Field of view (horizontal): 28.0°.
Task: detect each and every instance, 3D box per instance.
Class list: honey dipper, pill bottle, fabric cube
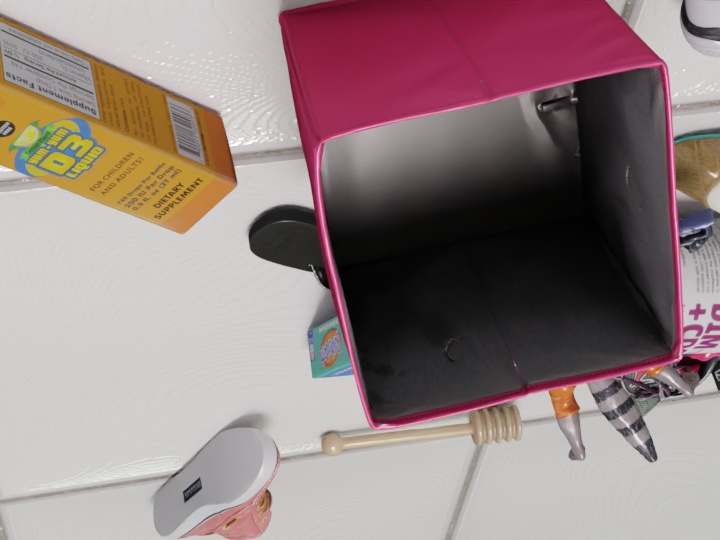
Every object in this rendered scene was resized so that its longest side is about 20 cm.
[{"bbox_3d":[0.060,0.164,1.432,0.199,0.038,0.038,-7,148,-7],"label":"honey dipper"},{"bbox_3d":[0.276,0.013,1.206,0.199,0.114,0.113,-1,146,-20],"label":"pill bottle"},{"bbox_3d":[0.067,-0.055,0.880,0.199,0.200,0.197,-13,121,-3],"label":"fabric cube"}]

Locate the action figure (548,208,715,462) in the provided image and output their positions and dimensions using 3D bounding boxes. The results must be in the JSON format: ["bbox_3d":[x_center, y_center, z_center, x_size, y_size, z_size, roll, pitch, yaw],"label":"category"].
[{"bbox_3d":[0.187,0.039,1.076,0.200,0.105,0.194,-27,117,19],"label":"action figure"}]

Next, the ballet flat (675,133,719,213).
[{"bbox_3d":[0.329,-0.062,1.150,0.199,0.073,0.068,6,143,-28],"label":"ballet flat"}]

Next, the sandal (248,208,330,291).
[{"bbox_3d":[0.000,0.000,1.143,0.199,0.045,0.075,13,139,-36],"label":"sandal"}]

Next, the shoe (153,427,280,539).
[{"bbox_3d":[-0.116,0.211,1.408,0.091,0.072,0.200,11,146,-36],"label":"shoe"}]

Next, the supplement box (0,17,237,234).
[{"bbox_3d":[-0.175,-0.090,0.916,0.200,0.069,0.066,23,131,-41],"label":"supplement box"}]

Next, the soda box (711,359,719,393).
[{"bbox_3d":[0.416,0.103,1.439,0.063,0.071,0.200,-33,143,27],"label":"soda box"}]

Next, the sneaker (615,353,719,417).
[{"bbox_3d":[0.283,0.095,1.373,0.080,0.075,0.200,-3,147,-18],"label":"sneaker"}]

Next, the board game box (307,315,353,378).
[{"bbox_3d":[0.069,0.054,1.203,0.199,0.045,0.152,-4,172,-15],"label":"board game box"}]

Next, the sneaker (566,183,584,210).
[{"bbox_3d":[0.128,-0.081,1.030,0.199,0.084,0.074,1,146,-21],"label":"sneaker"}]

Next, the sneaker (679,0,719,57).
[{"bbox_3d":[0.294,-0.207,0.907,0.199,0.075,0.115,-18,151,12],"label":"sneaker"}]
